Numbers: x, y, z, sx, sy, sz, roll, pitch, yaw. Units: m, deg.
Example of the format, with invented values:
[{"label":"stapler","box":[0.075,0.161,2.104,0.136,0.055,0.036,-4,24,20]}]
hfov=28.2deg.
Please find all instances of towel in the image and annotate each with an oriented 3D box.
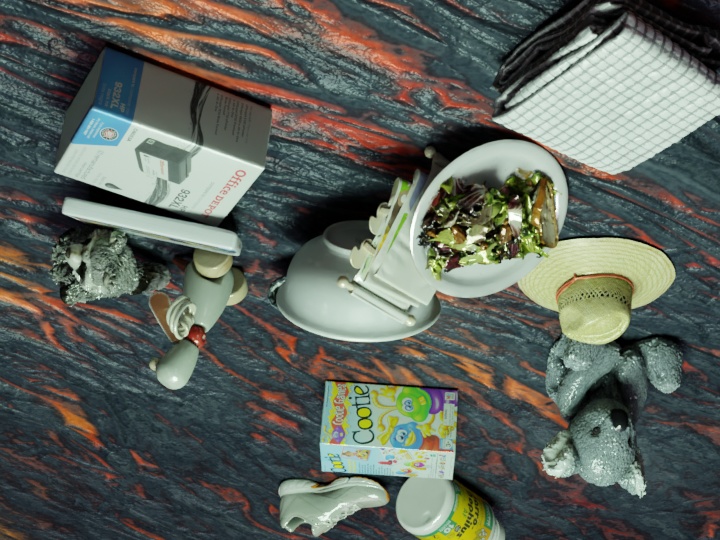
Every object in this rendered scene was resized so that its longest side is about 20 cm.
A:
[{"label":"towel","box":[0.248,-0.190,1.415,0.164,0.087,0.200,23,146,-25]}]

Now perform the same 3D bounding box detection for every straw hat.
[{"label":"straw hat","box":[0.292,0.043,1.785,0.198,0.086,0.202,4,149,2]}]

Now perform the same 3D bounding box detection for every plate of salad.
[{"label":"plate of salad","box":[0.149,-0.051,1.605,0.197,0.048,0.202,-13,126,-18]}]

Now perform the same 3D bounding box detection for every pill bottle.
[{"label":"pill bottle","box":[0.156,0.416,2.396,0.112,0.114,0.200,-17,142,32]}]

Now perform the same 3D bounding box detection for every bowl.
[{"label":"bowl","box":[0.000,0.000,1.703,0.198,0.202,0.092,4,115,2]}]

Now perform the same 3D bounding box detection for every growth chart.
[{"label":"growth chart","box":[0.063,-0.038,1.613,0.144,0.201,0.018,40,168,-37]}]

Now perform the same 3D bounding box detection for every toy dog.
[{"label":"toy dog","box":[-0.222,0.045,1.800,0.095,0.200,0.133,12,127,21]}]

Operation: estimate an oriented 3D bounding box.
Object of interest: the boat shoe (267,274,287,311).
[{"label":"boat shoe","box":[-0.018,0.041,1.802,0.198,0.072,0.091,-1,172,30]}]

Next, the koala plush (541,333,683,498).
[{"label":"koala plush","box":[0.325,0.201,1.928,0.175,0.202,0.184,14,149,-15]}]

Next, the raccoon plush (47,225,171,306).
[{"label":"raccoon plush","box":[-0.284,-0.014,1.760,0.133,0.098,0.198,-4,-175,45]}]

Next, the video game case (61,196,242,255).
[{"label":"video game case","box":[-0.239,-0.051,1.685,0.197,0.023,0.182,13,178,-3]}]

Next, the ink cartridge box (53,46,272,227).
[{"label":"ink cartridge box","box":[-0.214,-0.141,1.562,0.198,0.085,0.145,18,147,-21]}]

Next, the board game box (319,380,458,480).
[{"label":"board game box","box":[0.043,0.237,2.127,0.197,0.104,0.105,4,149,2]}]

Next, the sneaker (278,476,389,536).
[{"label":"sneaker","box":[-0.046,0.405,2.430,0.197,0.093,0.076,-6,148,18]}]
